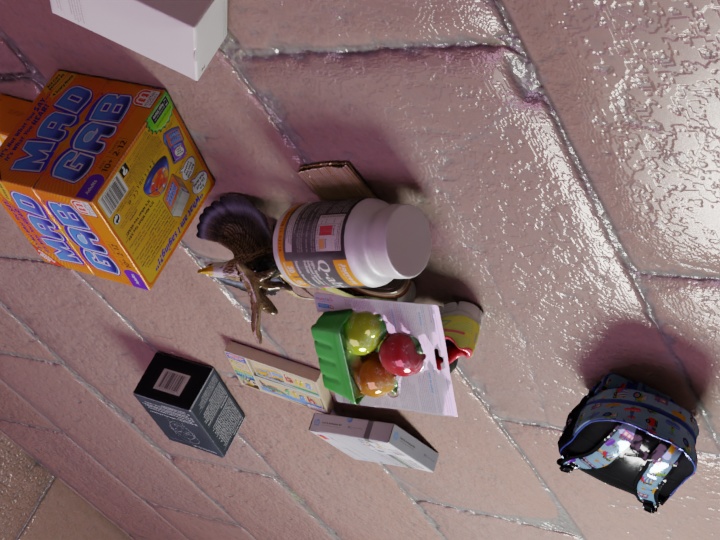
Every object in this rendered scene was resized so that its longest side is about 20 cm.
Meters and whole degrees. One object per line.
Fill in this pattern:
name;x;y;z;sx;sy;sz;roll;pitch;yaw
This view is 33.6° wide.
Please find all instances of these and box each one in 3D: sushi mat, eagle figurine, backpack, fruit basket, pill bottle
sushi mat;0.001;-0.077;1.631;0.095;0.012;0.200;-1;141;45
eagle figurine;-0.165;-0.013;1.727;0.150;0.152;0.200;26;-166;-18
backpack;0.386;0.228;1.665;0.181;0.135;0.200;25;153;6
fruit basket;0.037;0.115;1.680;0.198;0.094;0.187;1;120;25
pill bottle;-0.012;-0.036;1.573;0.199;0.117;0.116;-1;141;42

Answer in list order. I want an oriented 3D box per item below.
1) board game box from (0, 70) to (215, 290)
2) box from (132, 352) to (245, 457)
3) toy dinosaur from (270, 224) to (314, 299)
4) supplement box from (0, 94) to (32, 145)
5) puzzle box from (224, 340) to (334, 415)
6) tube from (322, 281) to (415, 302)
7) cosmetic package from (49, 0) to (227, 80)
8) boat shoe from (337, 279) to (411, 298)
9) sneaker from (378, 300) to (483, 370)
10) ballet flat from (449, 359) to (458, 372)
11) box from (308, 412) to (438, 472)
board game box;-0.362;-0.127;1.673;0.198;0.201;0.200;13;149;26
box;-0.350;0.278;2.461;0.147;0.108;0.201;13;148;26
toy dinosaur;-0.137;0.002;1.845;0.100;0.058;0.201;15;150;21
supplement box;-0.495;-0.171;1.859;0.125;0.074;0.201;16;151;23
puzzle box;-0.151;0.202;2.236;0.199;0.026;0.133;16;150;22
tube;-0.013;0.019;1.773;0.199;0.052;0.059;16;106;32
cosmetic package;-0.258;-0.316;1.381;0.199;0.085;0.108;25;153;4
boat shoe;0.000;0.000;1.687;0.199;0.072;0.068;22;160;39
sneaker;0.085;0.113;1.729;0.199;0.091;0.078;-23;135;29
ballet flat;0.059;0.107;1.831;0.199;0.069;0.068;30;155;-3
box;0.025;0.323;2.238;0.199;0.041;0.156;0;152;41
